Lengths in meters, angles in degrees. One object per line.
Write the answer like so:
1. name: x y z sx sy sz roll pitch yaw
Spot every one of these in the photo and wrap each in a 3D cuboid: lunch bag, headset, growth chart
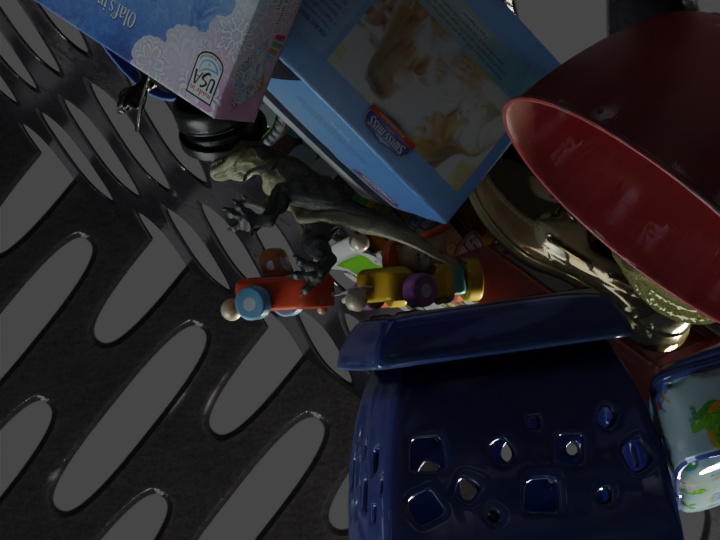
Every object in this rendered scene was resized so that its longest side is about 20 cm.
1. lunch bag: 0.272 0.095 1.478 0.200 0.160 0.083 62 -166 -72
2. headset: -0.111 -0.145 1.633 0.199 0.094 0.124 -13 114 48
3. growth chart: 0.059 0.028 1.695 0.199 0.018 0.145 29 165 -2

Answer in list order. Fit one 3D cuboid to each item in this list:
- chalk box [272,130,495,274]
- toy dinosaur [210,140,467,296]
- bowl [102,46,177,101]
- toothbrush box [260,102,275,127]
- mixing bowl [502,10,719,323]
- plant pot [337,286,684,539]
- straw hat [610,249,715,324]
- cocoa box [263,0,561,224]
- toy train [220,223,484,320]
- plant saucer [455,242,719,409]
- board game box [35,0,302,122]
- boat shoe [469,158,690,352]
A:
1. chalk box: 0.012 -0.082 1.739 0.125 0.124 0.200 32 167 43
2. toy dinosaur: -0.034 -0.034 1.478 0.199 0.088 0.048 28 134 24
3. bowl: -0.169 -0.231 1.750 0.200 0.039 0.202 41 147 35
4. toothbrush box: -0.059 -0.136 1.879 0.200 0.085 0.146 45 168 -27
5. mixing bowl: 0.184 -0.064 1.183 0.200 0.109 0.200 38 170 8
6. plant pot: 0.087 0.110 1.484 0.200 0.198 0.181 163 98 -81
7. straw hat: 0.207 -0.015 1.398 0.201 0.085 0.201 38 171 7
8. cocoa box: 0.004 -0.147 1.415 0.200 0.134 0.131 43 170 -26
9. toy train: 0.000 0.000 1.544 0.149 0.056 0.200 -4 180 26
10. plant saucer: 0.178 0.031 1.678 0.200 0.037 0.199 37 -160 19
11. board game box: -0.105 -0.220 1.307 0.199 0.200 0.043 33 -160 31
12. boat shoe: 0.165 -0.026 1.618 0.200 0.071 0.065 38 136 19
